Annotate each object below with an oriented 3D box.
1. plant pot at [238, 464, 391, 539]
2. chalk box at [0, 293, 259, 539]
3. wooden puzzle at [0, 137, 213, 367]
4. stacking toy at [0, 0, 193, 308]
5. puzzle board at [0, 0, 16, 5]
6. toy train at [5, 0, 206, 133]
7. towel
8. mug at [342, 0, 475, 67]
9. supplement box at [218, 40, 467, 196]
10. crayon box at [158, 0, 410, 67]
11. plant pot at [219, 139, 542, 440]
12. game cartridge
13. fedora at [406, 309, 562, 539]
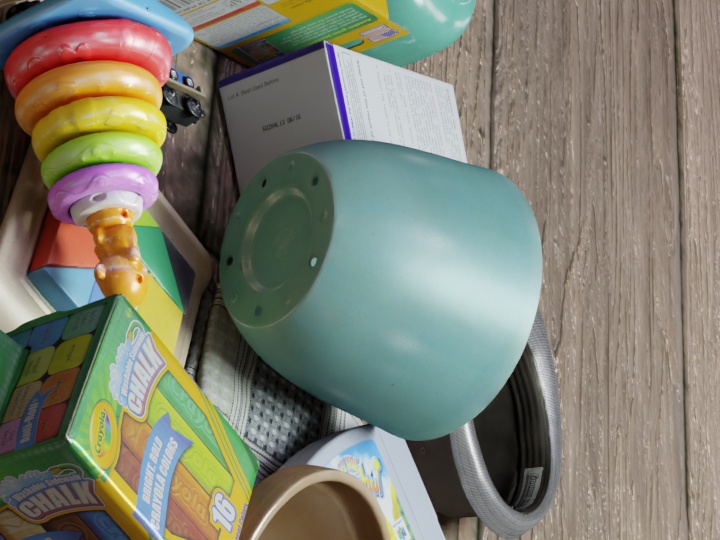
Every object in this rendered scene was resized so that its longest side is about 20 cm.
[{"bbox_3d":[-0.068,0.219,1.476,0.200,0.092,0.203,-20,113,-55],"label":"plant pot"},{"bbox_3d":[-0.170,0.105,1.358,0.200,0.123,0.125,53,33,-31],"label":"chalk box"},{"bbox_3d":[-0.164,0.007,1.516,0.185,0.037,0.201,53,34,-32],"label":"wooden puzzle"},{"bbox_3d":[-0.161,-0.067,1.450,0.116,0.109,0.202,19,54,-53],"label":"stacking toy"},{"bbox_3d":[-0.163,-0.189,1.434,0.150,0.199,0.018,-28,103,-52],"label":"puzzle board"},{"bbox_3d":[-0.172,-0.140,1.591,0.200,0.034,0.046,24,42,-53],"label":"toy train"},{"bbox_3d":[-0.061,0.134,1.628,0.193,0.034,0.201,47,38,-39],"label":"towel"},{"bbox_3d":[0.025,-0.236,1.905,0.152,0.114,0.186,53,33,-32],"label":"mug"},{"bbox_3d":[-0.007,-0.099,1.786,0.199,0.101,0.104,8,68,-59],"label":"supplement box"},{"bbox_3d":[-0.068,-0.207,1.713,0.200,0.125,0.052,23,54,-55],"label":"crayon box"},{"bbox_3d":[0.000,0.000,1.611,0.160,0.200,0.202,21,55,-37],"label":"plant pot"},{"bbox_3d":[-0.005,0.182,1.636,0.134,0.040,0.200,64,29,-1],"label":"game cartridge"},{"bbox_3d":[0.086,0.114,1.842,0.176,0.090,0.202,-1,81,-59],"label":"fedora"}]
